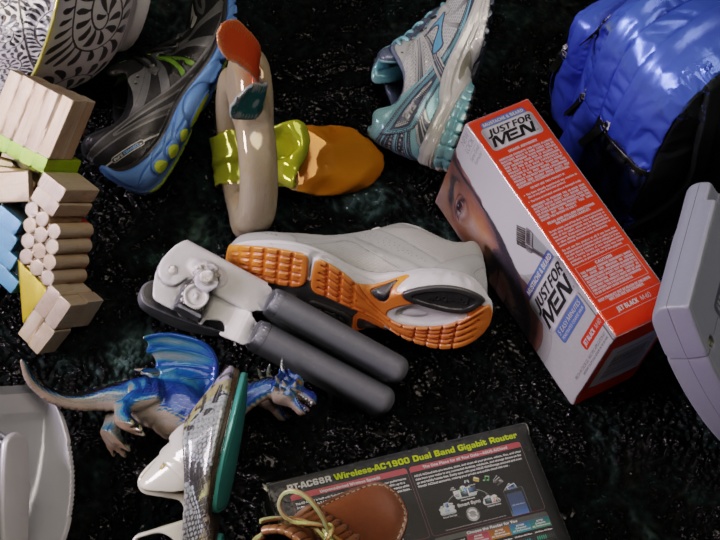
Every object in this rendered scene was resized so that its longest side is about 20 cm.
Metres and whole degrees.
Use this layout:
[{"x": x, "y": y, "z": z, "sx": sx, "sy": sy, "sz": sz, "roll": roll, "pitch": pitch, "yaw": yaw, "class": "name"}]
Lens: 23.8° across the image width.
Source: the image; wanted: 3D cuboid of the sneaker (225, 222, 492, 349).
[{"x": 0.000, "y": 0.000, "z": 1.277, "sx": 0.199, "sy": 0.076, "sz": 0.092, "roll": 12, "pitch": 37, "yaw": -1, "class": "sneaker"}]

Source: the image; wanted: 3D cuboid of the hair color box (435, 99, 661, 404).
[{"x": 0.142, "y": -0.014, "z": 1.280, "sx": 0.064, "sy": 0.111, "sz": 0.200, "roll": -22, "pitch": 65, "yaw": -23, "class": "hair color box"}]

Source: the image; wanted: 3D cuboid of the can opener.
[{"x": -0.062, "y": 0.042, "z": 1.238, "sx": 0.200, "sy": 0.066, "sz": 0.053, "roll": 27, "pitch": 68, "yaw": -5, "class": "can opener"}]

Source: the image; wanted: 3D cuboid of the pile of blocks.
[{"x": -0.227, "y": -0.042, "z": 1.235, "sx": 0.082, "sy": 0.062, "sz": 0.201, "roll": 2, "pitch": 92, "yaw": 22, "class": "pile of blocks"}]

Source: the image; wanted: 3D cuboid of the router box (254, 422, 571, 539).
[{"x": 0.043, "y": 0.200, "z": 1.160, "sx": 0.200, "sy": 0.062, "sz": 0.150, "roll": -11, "pitch": 63, "yaw": -17, "class": "router box"}]

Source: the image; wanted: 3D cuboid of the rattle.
[{"x": -0.040, "y": -0.109, "z": 1.245, "sx": 0.142, "sy": 0.200, "sz": 0.130, "roll": 9, "pitch": 54, "yaw": -5, "class": "rattle"}]

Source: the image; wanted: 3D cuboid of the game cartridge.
[{"x": 0.272, "y": 0.049, "z": 1.242, "sx": 0.041, "sy": 0.200, "sz": 0.133, "roll": -2, "pitch": 50, "yaw": 39, "class": "game cartridge"}]

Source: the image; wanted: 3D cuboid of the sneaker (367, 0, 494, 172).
[{"x": 0.057, "y": -0.176, "z": 1.382, "sx": 0.086, "sy": 0.078, "sz": 0.200, "roll": 14, "pitch": 58, "yaw": 1, "class": "sneaker"}]

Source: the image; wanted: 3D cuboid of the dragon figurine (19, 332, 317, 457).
[{"x": -0.134, "y": 0.083, "z": 1.195, "sx": 0.200, "sy": 0.059, "sz": 0.100, "roll": 21, "pitch": 56, "yaw": -4, "class": "dragon figurine"}]

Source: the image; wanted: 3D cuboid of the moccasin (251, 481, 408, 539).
[{"x": -0.044, "y": 0.184, "z": 1.058, "sx": 0.201, "sy": 0.078, "sz": 0.074, "roll": -21, "pitch": 65, "yaw": -38, "class": "moccasin"}]

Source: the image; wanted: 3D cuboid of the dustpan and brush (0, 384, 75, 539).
[{"x": -0.228, "y": 0.175, "z": 1.108, "sx": 0.057, "sy": 0.139, "sz": 0.201, "roll": -4, "pitch": 87, "yaw": 32, "class": "dustpan and brush"}]

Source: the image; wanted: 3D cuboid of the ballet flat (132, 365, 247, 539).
[{"x": -0.114, "y": 0.161, "z": 1.116, "sx": 0.072, "sy": 0.072, "sz": 0.201, "roll": 5, "pitch": 87, "yaw": -9, "class": "ballet flat"}]

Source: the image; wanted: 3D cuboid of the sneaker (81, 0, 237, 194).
[{"x": -0.153, "y": -0.152, "z": 1.326, "sx": 0.083, "sy": 0.071, "sz": 0.200, "roll": 26, "pitch": 61, "yaw": -2, "class": "sneaker"}]

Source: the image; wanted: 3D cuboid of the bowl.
[{"x": -0.217, "y": -0.218, "z": 1.299, "sx": 0.094, "sy": 0.201, "sz": 0.201, "roll": 6, "pitch": 57, "yaw": -31, "class": "bowl"}]

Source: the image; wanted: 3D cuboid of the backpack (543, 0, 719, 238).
[{"x": 0.236, "y": -0.146, "z": 1.326, "sx": 0.162, "sy": 0.200, "sz": 0.168, "roll": -32, "pitch": 70, "yaw": -25, "class": "backpack"}]
